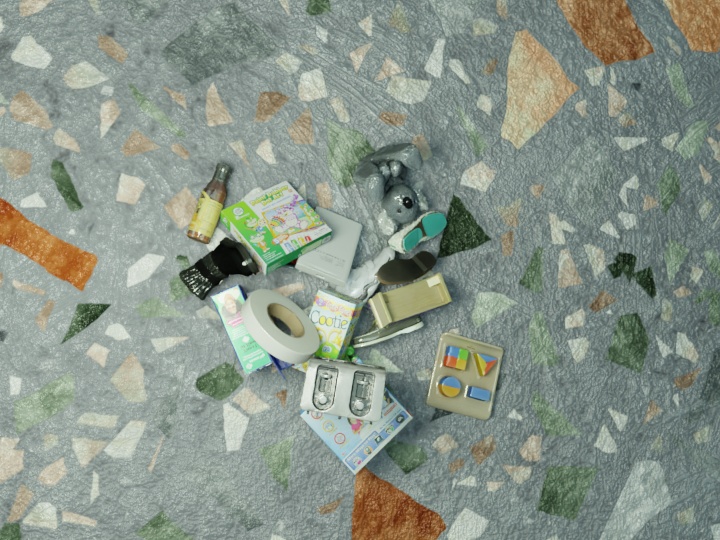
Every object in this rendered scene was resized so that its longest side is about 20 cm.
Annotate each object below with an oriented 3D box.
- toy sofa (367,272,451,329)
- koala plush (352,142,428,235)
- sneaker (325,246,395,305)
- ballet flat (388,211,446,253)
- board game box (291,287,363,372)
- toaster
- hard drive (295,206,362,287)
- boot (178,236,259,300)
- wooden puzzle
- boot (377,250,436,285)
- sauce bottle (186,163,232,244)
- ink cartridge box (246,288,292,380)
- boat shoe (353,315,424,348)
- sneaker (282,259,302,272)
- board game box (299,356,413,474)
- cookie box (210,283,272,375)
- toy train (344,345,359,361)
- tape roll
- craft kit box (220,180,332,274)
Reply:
[{"bbox_3d":[0.122,0.081,1.735,0.199,0.098,0.083,-17,78,-26],"label":"toy sofa"},{"bbox_3d":[0.087,-0.207,1.761,0.177,0.184,0.201,-39,116,-12],"label":"koala plush"},{"bbox_3d":[0.000,0.000,1.753,0.115,0.075,0.201,36,83,-9],"label":"sneaker"},{"bbox_3d":[0.145,-0.105,1.786,0.199,0.072,0.072,-30,93,-40],"label":"ballet flat"},{"bbox_3d":[-0.079,0.156,1.678,0.104,0.103,0.201,20,95,11],"label":"board game box"},{"bbox_3d":[-0.032,0.267,1.535,0.179,0.200,0.120,9,85,3],"label":"toaster"},{"bbox_3d":[-0.077,-0.062,1.713,0.131,0.027,0.201,22,51,-8],"label":"hard drive"},{"bbox_3d":[-0.339,0.006,1.626,0.158,0.211,0.080,-41,116,-16],"label":"boot"},{"bbox_3d":[0.283,0.283,1.808,0.184,0.046,0.202,16,83,-10],"label":"wooden puzzle"},{"bbox_3d":[0.110,0.011,1.738,0.199,0.076,0.074,-17,63,-43],"label":"boot"},{"bbox_3d":[-0.373,-0.168,1.695,0.066,0.066,0.201,20,80,-10],"label":"sauce bottle"},{"bbox_3d":[-0.213,0.152,1.624,0.042,0.120,0.201,-23,48,-4],"label":"ink cartridge box"},{"bbox_3d":[0.066,0.148,1.761,0.200,0.072,0.061,-18,88,-18],"label":"boat shoe"},{"bbox_3d":[-0.209,-0.056,1.691,0.199,0.096,0.080,20,119,-10],"label":"sneaker"},{"bbox_3d":[-0.011,0.350,1.649,0.200,0.056,0.196,-43,92,-5],"label":"board game box"},{"bbox_3d":[-0.283,0.139,1.637,0.075,0.171,0.201,-25,91,-8],"label":"cookie box"},{"bbox_3d":[-0.032,0.230,1.751,0.056,0.042,0.201,-31,93,-1],"label":"toy train"},{"bbox_3d":[-0.180,0.126,1.551,0.202,0.203,0.037,39,111,-7],"label":"tape roll"},{"bbox_3d":[-0.206,-0.110,1.666,0.199,0.049,0.198,-30,62,-29],"label":"craft kit box"}]
